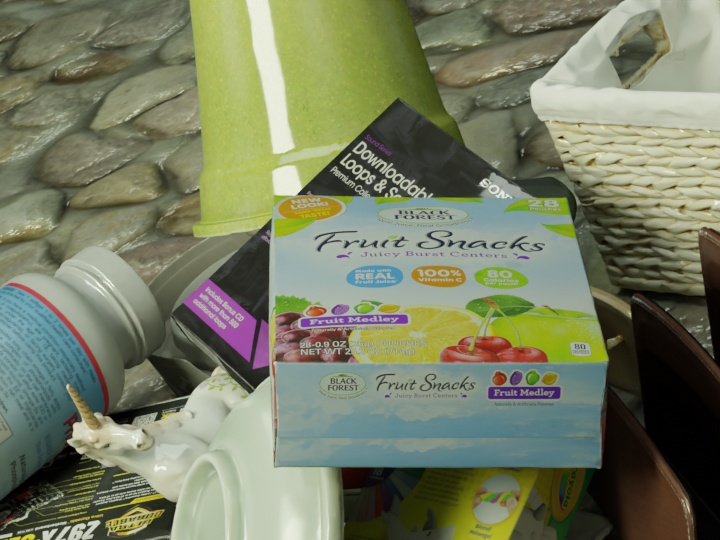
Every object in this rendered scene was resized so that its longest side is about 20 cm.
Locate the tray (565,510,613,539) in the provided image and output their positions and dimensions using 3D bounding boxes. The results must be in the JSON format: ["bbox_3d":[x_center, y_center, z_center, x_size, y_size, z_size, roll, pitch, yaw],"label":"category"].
[{"bbox_3d":[0.042,0.165,1.454,0.199,0.022,0.107,7,38,47],"label":"tray"}]

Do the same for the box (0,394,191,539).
[{"bbox_3d":[-0.180,0.155,1.629,0.199,0.050,0.160,-14,30,19],"label":"box"}]

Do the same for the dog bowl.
[{"bbox_3d":[-0.058,0.026,1.763,0.199,0.059,0.200,-19,25,9],"label":"dog bowl"}]

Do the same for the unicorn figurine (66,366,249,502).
[{"bbox_3d":[-0.092,0.106,1.552,0.137,0.074,0.200,25,17,10],"label":"unicorn figurine"}]

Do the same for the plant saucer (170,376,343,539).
[{"bbox_3d":[-0.064,0.152,1.373,0.050,0.201,0.200,7,18,-20],"label":"plant saucer"}]

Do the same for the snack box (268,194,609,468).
[{"bbox_3d":[0.035,0.028,1.345,0.168,0.068,0.200,0,25,-3],"label":"snack box"}]

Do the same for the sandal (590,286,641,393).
[{"bbox_3d":[0.112,0.053,1.562,0.070,0.078,0.212,-36,20,-13],"label":"sandal"}]

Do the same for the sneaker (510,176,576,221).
[{"bbox_3d":[0.052,-0.015,1.637,0.199,0.075,0.085,-5,16,33],"label":"sneaker"}]

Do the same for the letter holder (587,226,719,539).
[{"bbox_3d":[0.181,0.075,1.351,0.100,0.143,0.200,-14,24,-10],"label":"letter holder"}]

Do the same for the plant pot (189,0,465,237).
[{"bbox_3d":[-0.034,-0.134,1.708,0.199,0.185,0.200,-13,6,1],"label":"plant pot"}]

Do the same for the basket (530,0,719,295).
[{"bbox_3d":[0.254,-0.095,1.618,0.199,0.161,0.198,4,37,45],"label":"basket"}]

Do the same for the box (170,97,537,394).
[{"bbox_3d":[0.000,0.000,1.550,0.200,0.036,0.143,-44,49,-10],"label":"box"}]

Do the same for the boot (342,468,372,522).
[{"bbox_3d":[0.025,0.061,1.468,0.199,0.145,0.072,-14,17,-22],"label":"boot"}]

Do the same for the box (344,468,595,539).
[{"bbox_3d":[0.049,0.140,1.374,0.117,0.048,0.201,9,67,44],"label":"box"}]

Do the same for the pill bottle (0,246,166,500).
[{"bbox_3d":[-0.223,0.072,1.641,0.200,0.109,0.108,-39,30,-29],"label":"pill bottle"}]
